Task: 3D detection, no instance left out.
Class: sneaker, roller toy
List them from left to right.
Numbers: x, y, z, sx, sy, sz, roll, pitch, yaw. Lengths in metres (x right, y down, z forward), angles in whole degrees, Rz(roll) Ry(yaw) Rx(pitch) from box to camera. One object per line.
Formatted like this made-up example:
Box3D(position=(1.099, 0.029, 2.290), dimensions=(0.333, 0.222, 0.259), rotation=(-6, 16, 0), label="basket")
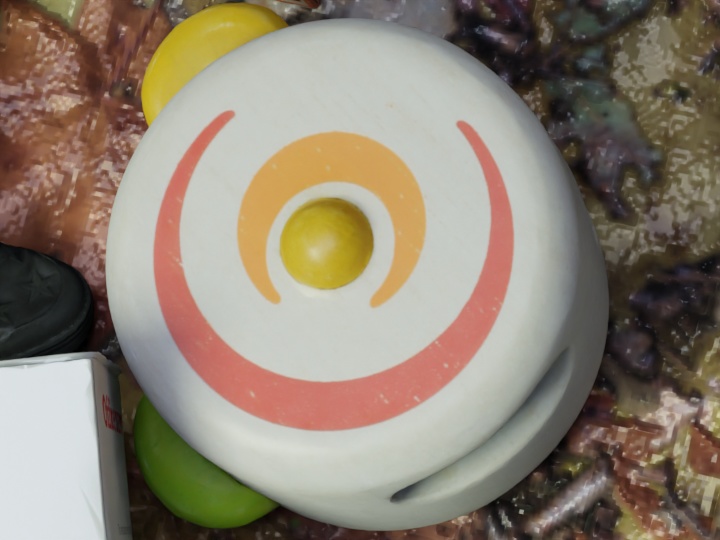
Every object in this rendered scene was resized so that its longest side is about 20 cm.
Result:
Box3D(position=(-0.208, -0.011, 1.155), dimensions=(0.199, 0.104, 0.060), rotation=(5, 55, 0), label="sneaker")
Box3D(position=(0.000, 0.000, 1.110), dimensions=(0.182, 0.140, 0.201), rotation=(3, 78, 13), label="roller toy")

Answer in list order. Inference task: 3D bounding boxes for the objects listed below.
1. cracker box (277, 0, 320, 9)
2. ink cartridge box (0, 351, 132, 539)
Box3D(position=(-0.096, -0.199, 1.218), dimensions=(0.199, 0.058, 0.134), rotation=(15, 83, 16), label="cracker box")
Box3D(position=(-0.125, 0.136, 1.070), dimensions=(0.083, 0.145, 0.201), rotation=(-5, 85, -2), label="ink cartridge box")
